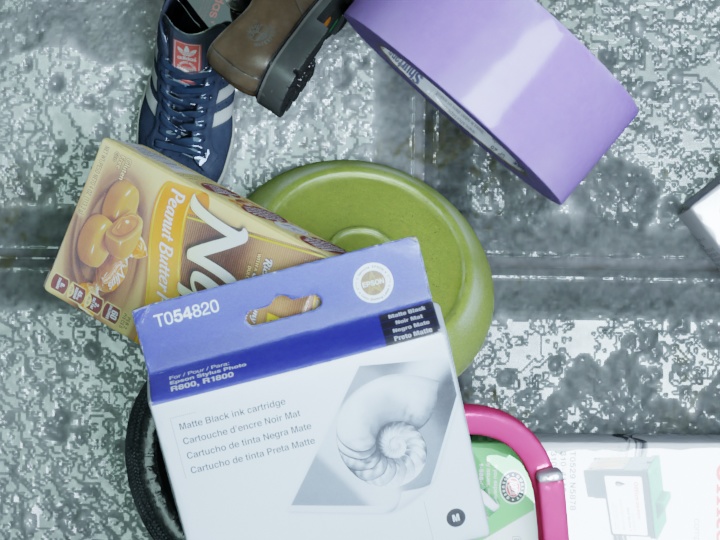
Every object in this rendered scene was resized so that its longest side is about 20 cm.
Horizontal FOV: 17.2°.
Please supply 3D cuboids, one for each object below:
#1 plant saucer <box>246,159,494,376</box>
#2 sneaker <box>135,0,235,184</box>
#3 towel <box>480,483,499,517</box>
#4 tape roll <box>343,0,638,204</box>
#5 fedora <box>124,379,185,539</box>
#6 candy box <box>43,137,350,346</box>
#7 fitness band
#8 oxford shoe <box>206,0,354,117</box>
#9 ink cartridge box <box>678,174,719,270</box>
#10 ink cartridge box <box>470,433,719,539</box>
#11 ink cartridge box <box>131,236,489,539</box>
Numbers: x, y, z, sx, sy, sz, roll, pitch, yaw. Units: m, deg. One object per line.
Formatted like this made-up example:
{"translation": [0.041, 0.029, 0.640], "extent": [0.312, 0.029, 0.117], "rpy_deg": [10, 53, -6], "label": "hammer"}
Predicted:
{"translation": [0.000, 0.000, 1.660], "extent": [0.198, 0.031, 0.201], "rpy_deg": [6, 59, -9], "label": "plant saucer"}
{"translation": [-0.122, -0.140, 1.694], "extent": [0.074, 0.085, 0.202], "rpy_deg": [9, 89, 3], "label": "sneaker"}
{"translation": [-0.020, 0.190, 1.615], "extent": [0.152, 0.023, 0.200], "rpy_deg": [39, 92, -12], "label": "towel"}
{"translation": [0.089, -0.141, 1.626], "extent": [0.200, 0.200, 0.085], "rpy_deg": [40, 91, 3], "label": "tape roll"}
{"translation": [-0.067, 0.137, 1.680], "extent": [0.199, 0.092, 0.202], "rpy_deg": [0, 89, 3], "label": "fedora"}
{"translation": [-0.108, 0.003, 1.609], "extent": [0.199, 0.055, 0.116], "rpy_deg": [28, 101, 27], "label": "candy box"}
{"translation": [0.069, 0.190, 1.597], "extent": [0.142, 0.037, 0.202], "rpy_deg": [-5, 100, -6], "label": "fitness band"}
{"translation": [-0.045, -0.196, 1.655], "extent": [0.084, 0.073, 0.200], "rpy_deg": [28, 45, 6], "label": "oxford shoe"}
{"translation": [0.340, -0.008, 1.668], "extent": [0.146, 0.083, 0.200], "rpy_deg": [-38, 88, 2], "label": "ink cartridge box"}
{"translation": [0.175, 0.189, 1.671], "extent": [0.198, 0.084, 0.147], "rpy_deg": [-1, 89, 3], "label": "ink cartridge box"}
{"translation": [-0.031, 0.099, 1.534], "extent": [0.198, 0.041, 0.201], "rpy_deg": [-15, 102, -1], "label": "ink cartridge box"}
